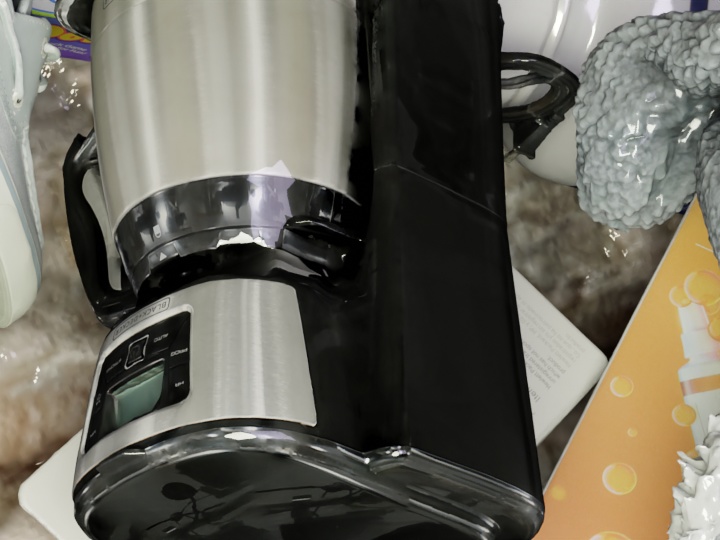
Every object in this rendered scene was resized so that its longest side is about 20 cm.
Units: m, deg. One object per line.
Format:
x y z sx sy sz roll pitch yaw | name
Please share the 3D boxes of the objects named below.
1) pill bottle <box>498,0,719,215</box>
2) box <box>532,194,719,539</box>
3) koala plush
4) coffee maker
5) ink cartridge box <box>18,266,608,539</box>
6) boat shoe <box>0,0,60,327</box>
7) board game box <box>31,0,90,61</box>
0.116 -0.084 1.066 0.200 0.120 0.120 13 73 -25 | pill bottle
0.135 0.084 0.994 0.124 0.098 0.200 24 66 11 | box
0.164 0.022 0.887 0.177 0.184 0.201 8 86 -16 | koala plush
0.000 0.000 0.889 0.192 0.135 0.200 7 61 -19 | coffee maker
-0.021 0.065 0.967 0.115 0.068 0.200 44 57 5 | ink cartridge box
-0.132 -0.073 0.916 0.071 0.070 0.201 -40 133 -30 | boat shoe
-0.080 -0.143 1.015 0.200 0.045 0.135 7 76 -27 | board game box
